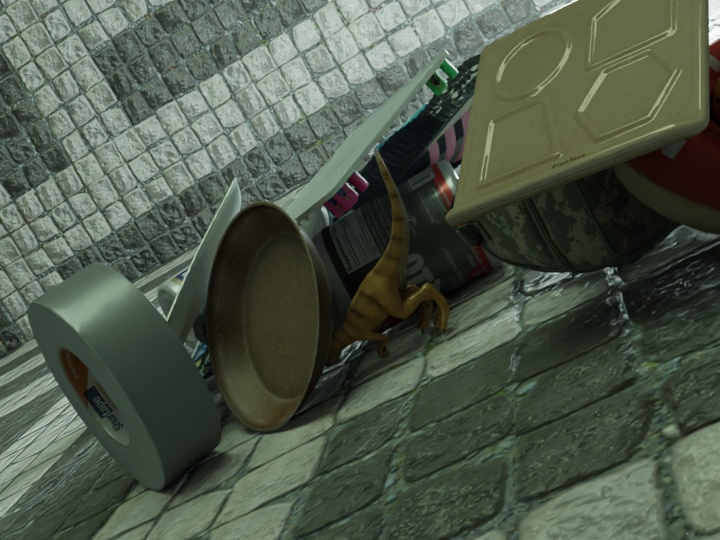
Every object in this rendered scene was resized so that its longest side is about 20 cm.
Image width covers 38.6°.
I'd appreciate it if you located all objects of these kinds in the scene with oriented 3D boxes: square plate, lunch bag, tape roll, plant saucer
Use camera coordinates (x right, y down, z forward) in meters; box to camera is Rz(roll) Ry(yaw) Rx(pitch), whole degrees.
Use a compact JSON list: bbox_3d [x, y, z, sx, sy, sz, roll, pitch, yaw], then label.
[{"bbox_3d":[-0.175,0.026,1.058,0.200,0.028,0.200,-68,9,-23],"label":"square plate"},{"bbox_3d":[0.186,-0.089,0.835,0.199,0.140,0.167,-37,8,-24],"label":"lunch bag"},{"bbox_3d":[-0.211,0.095,0.915,0.066,0.201,0.200,-37,12,-29],"label":"tape roll"},{"bbox_3d":[-0.078,0.041,0.915,0.036,0.203,0.200,1,-10,-34],"label":"plant saucer"}]

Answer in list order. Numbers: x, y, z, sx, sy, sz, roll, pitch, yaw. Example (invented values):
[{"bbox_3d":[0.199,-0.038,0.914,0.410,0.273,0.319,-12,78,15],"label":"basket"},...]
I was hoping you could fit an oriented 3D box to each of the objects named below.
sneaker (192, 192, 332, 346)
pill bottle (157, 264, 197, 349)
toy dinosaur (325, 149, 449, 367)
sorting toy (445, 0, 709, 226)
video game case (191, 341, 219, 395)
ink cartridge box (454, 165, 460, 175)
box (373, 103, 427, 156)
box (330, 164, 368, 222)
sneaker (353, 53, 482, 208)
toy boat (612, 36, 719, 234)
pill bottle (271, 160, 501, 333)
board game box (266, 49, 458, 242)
[{"bbox_3d":[-0.101,0.004,1.087,0.201,0.076,0.081,-56,-23,11],"label":"sneaker"},{"bbox_3d":[-0.179,0.016,1.463,0.199,0.112,0.111,-36,11,-27],"label":"pill bottle"},{"bbox_3d":[0.023,0.014,0.868,0.201,0.105,0.061,-64,20,20],"label":"toy dinosaur"},{"bbox_3d":[0.151,-0.123,0.693,0.184,0.036,0.201,-20,39,38],"label":"sorting toy"},{"bbox_3d":[-0.125,0.073,1.215,0.181,0.023,0.200,-28,19,15],"label":"video game case"},{"bbox_3d":[0.185,-0.114,1.100,0.199,0.083,0.146,-37,12,-29],"label":"ink cartridge box"},{"bbox_3d":[0.062,-0.095,1.161,0.082,0.049,0.200,-42,-21,-16],"label":"box"},{"bbox_3d":[-0.063,-0.045,1.252,0.200,0.050,0.158,-38,2,-26],"label":"box"},{"bbox_3d":[0.082,-0.119,1.029,0.200,0.082,0.070,-44,36,6],"label":"sneaker"},{"bbox_3d":[0.259,-0.118,0.687,0.199,0.131,0.130,-37,56,-28],"label":"toy boat"},{"bbox_3d":[0.023,-0.007,0.976,0.199,0.115,0.114,-30,10,7],"label":"pill bottle"},{"bbox_3d":[-0.007,-0.100,0.977,0.200,0.026,0.200,-53,11,-30],"label":"board game box"}]
